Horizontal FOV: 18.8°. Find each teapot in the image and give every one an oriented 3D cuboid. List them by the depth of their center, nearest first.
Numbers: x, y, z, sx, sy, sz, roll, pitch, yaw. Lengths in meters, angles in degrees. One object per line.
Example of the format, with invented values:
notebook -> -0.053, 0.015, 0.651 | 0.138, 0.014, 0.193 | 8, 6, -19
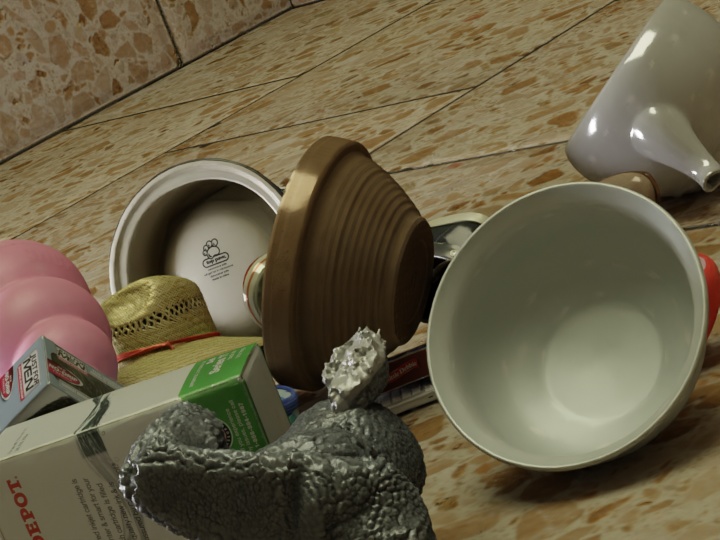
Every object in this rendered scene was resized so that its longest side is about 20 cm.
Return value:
teapot -> 0.288, -0.138, 1.967 | 0.201, 0.145, 0.198 | -55, -3, -25

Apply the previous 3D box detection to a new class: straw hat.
straw hat -> -0.167, 0.049, 1.779 | 0.199, 0.086, 0.201 | -18, -2, -1

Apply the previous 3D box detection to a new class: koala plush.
koala plush -> -0.017, 0.142, 1.325 | 0.182, 0.179, 0.200 | -4, 19, 21

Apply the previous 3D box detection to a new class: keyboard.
keyboard -> 0.107, 0.071, 1.711 | 0.198, 0.011, 0.056 | -21, 13, 2

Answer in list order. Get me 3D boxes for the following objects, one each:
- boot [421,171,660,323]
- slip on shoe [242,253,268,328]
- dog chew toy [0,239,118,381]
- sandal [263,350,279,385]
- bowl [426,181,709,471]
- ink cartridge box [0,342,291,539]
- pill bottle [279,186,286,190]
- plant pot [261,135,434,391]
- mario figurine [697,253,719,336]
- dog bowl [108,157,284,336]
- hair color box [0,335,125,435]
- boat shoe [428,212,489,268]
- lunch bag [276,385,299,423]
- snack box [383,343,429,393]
boot -> 0.135, -0.010, 1.755 | 0.145, 0.071, 0.200 | -11, -24, -35
slip on shoe -> -0.063, 0.015, 1.776 | 0.061, 0.075, 0.200 | 12, 4, 14
dog chew toy -> -0.248, 0.053, 1.675 | 0.124, 0.125, 0.200 | -26, 29, -19
sandal -> -0.101, 0.111, 1.828 | 0.199, 0.045, 0.075 | -35, 10, -4
bowl -> 0.151, 0.049, 1.459 | 0.200, 0.203, 0.090 | -16, -27, 23
ink cartridge box -> -0.140, 0.154, 1.482 | 0.198, 0.148, 0.083 | -18, 14, 10
pill bottle -> -0.077, -0.017, 2.119 | 0.111, 0.112, 0.200 | -18, 14, 17
plant pot -> 0.000, 0.000, 1.714 | 0.092, 0.203, 0.201 | 9, 24, 18
mario figurine -> 0.161, 0.030, 1.556 | 0.199, 0.124, 0.106 | -22, -6, 21
dog bowl -> -0.124, 0.000, 1.981 | 0.199, 0.202, 0.074 | -17, -4, 20
hair color box -> -0.253, 0.152, 1.584 | 0.200, 0.099, 0.061 | -45, 32, 18
boat shoe -> 0.040, 0.004, 1.957 | 0.199, 0.072, 0.068 | -17, 38, 42
lunch bag -> -0.136, 0.144, 1.664 | 0.160, 0.083, 0.199 | -27, 15, -30
snack box -> 0.103, 0.051, 1.732 | 0.199, 0.024, 0.072 | -22, 1, 3
